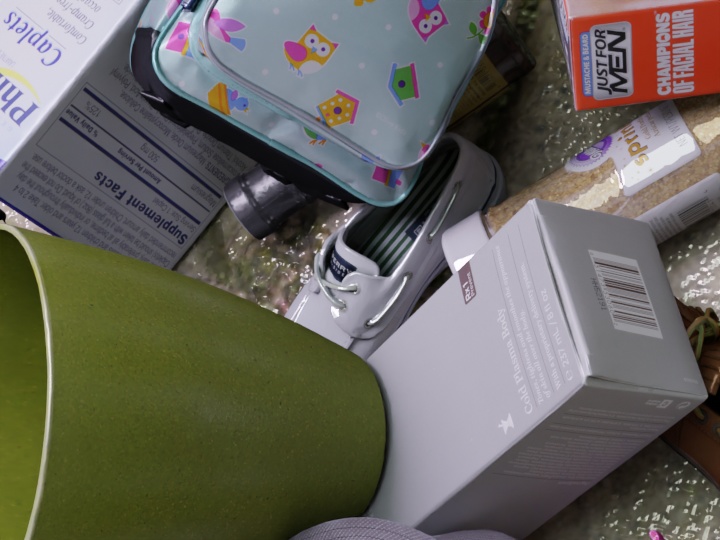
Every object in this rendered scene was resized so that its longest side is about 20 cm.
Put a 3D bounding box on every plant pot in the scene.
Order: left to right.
[{"bbox_3d":[-0.095,0.081,0.885,0.187,0.199,0.188,-19,68,57],"label":"plant pot"}]

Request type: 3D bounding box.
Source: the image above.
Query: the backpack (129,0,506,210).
[{"bbox_3d":[-0.009,-0.153,0.946,0.201,0.175,0.153,-64,17,-9],"label":"backpack"}]

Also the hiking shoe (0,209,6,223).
[{"bbox_3d":[-0.183,0.024,1.012,0.086,0.074,0.201,-29,70,4],"label":"hiking shoe"}]

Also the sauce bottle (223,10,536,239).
[{"bbox_3d":[0.008,-0.090,1.056,0.200,0.065,0.065,-34,57,9],"label":"sauce bottle"}]

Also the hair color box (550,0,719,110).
[{"bbox_3d":[0.202,-0.151,0.921,0.199,0.064,0.111,-8,42,4],"label":"hair color box"}]

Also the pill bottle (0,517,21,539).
[{"bbox_3d":[-0.193,0.238,0.946,0.116,0.115,0.201,45,127,34],"label":"pill bottle"}]

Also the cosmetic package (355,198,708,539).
[{"bbox_3d":[0.072,0.065,0.892,0.200,0.090,0.107,-46,47,39],"label":"cosmetic package"}]

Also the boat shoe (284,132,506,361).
[{"bbox_3d":[0.000,0.000,1.020,0.073,0.067,0.200,36,88,34],"label":"boat shoe"}]

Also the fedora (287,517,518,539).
[{"bbox_3d":[0.037,0.192,0.863,0.177,0.090,0.200,56,137,9],"label":"fedora"}]

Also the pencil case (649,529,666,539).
[{"bbox_3d":[0.136,0.231,0.837,0.088,0.088,0.201,20,80,32],"label":"pencil case"}]

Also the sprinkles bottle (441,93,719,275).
[{"bbox_3d":[0.144,-0.041,0.962,0.200,0.068,0.068,-31,58,12],"label":"sprinkles bottle"}]

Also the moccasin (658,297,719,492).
[{"bbox_3d":[0.180,0.059,0.884,0.202,0.073,0.078,54,140,34],"label":"moccasin"}]

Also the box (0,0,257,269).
[{"bbox_3d":[-0.142,-0.115,1.073,0.105,0.184,0.200,38,89,33],"label":"box"}]
